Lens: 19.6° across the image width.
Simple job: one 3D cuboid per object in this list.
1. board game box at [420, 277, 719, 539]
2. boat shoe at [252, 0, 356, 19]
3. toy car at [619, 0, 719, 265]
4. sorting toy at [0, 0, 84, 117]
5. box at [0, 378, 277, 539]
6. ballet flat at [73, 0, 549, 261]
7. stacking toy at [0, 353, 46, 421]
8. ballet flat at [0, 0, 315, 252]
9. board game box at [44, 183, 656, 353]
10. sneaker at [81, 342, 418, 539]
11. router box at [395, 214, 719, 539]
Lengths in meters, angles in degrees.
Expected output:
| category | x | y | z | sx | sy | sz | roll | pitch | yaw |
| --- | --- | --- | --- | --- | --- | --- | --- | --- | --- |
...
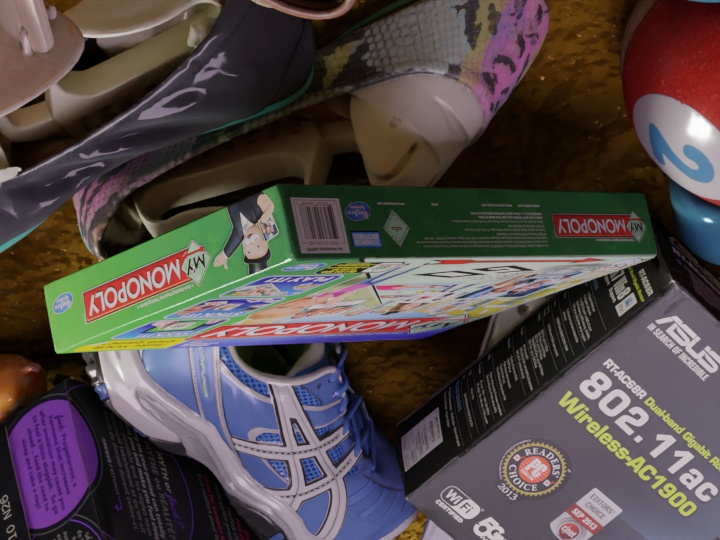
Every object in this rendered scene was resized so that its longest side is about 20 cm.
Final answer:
| category | x | y | z | sx | sy | sz | roll | pitch | yaw |
| --- | --- | --- | --- | --- | --- | --- | --- | --- | --- |
| board game box | 0.138 | 0.086 | 0.947 | 0.200 | 0.026 | 0.200 | 11 | 118 | -8 |
| boat shoe | -0.061 | -0.150 | 0.669 | 0.076 | 0.072 | 0.200 | -36 | 132 | 26 |
| toy car | 0.196 | -0.038 | 0.750 | 0.177 | 0.200 | 0.184 | -13 | 138 | 4 |
| sorting toy | -0.190 | -0.105 | 0.602 | 0.107 | 0.180 | 0.200 | 27 | 146 | 27 |
| box | -0.091 | 0.145 | 0.929 | 0.106 | 0.122 | 0.200 | -33 | 146 | 23 |
| ballet flat | -0.017 | -0.046 | 0.795 | 0.200 | 0.071 | 0.069 | -20 | 137 | 10 |
| stacking toy | -0.204 | 0.036 | 0.845 | 0.116 | 0.110 | 0.200 | -34 | 148 | 26 |
| ballet flat | -0.114 | -0.060 | 0.762 | 0.200 | 0.073 | 0.073 | -25 | 137 | 5 |
| board game box | 0.000 | 0.000 | 0.796 | 0.200 | 0.029 | 0.135 | -1 | 165 | -45 |
| sneaker | -0.030 | 0.063 | 0.911 | 0.077 | 0.076 | 0.200 | -28 | 137 | 26 |
| router box | 0.137 | 0.094 | 0.901 | 0.150 | 0.062 | 0.200 | -42 | 113 | 18 |
